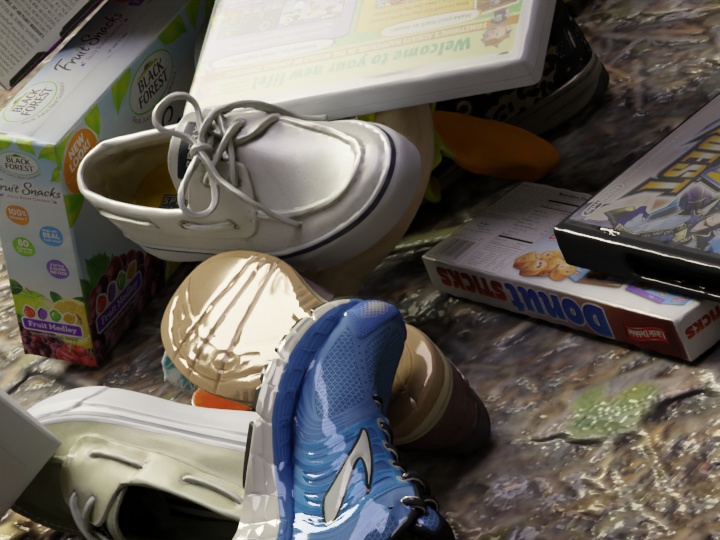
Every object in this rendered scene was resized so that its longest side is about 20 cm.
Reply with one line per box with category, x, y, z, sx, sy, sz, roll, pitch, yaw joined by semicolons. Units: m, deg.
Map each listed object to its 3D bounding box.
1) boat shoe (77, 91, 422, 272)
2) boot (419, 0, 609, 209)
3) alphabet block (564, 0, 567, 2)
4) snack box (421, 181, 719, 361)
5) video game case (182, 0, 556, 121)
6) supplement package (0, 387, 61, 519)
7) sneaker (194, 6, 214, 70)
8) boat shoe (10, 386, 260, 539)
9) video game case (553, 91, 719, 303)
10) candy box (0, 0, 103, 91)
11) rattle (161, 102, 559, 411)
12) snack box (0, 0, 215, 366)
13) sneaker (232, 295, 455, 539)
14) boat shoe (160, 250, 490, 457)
boat shoe;-0.065;-0.050;1.234;0.202;0.086;0.075;1;67;47
boot;0.016;-0.117;1.371;0.203;0.154;0.073;-28;23;-6
alphabet block;0.071;-0.284;1.600;0.200;0.196;0.196;-1;36;47
snack box;0.112;-0.003;1.202;0.072;0.024;0.200;-35;25;-22
video game case;0.014;-0.155;1.280;0.200;0.022;0.182;-8;55;33
supplement package;-0.271;0.094;1.161;0.200;0.152;0.151;-51;28;-6
sneaker;-0.035;-0.139;1.433;0.070;0.080;0.200;-10;37;23
boat shoe;-0.097;0.096;1.153;0.200;0.072;0.062;-3;30;37
video game case;0.213;-0.051;1.141;0.200;0.026;0.181;-38;30;-25
candy box;-0.131;-0.199;1.414;0.200;0.061;0.136;-42;9;17
rattle;0.000;0.000;1.306;0.130;0.143;0.200;8;77;34
snack box;-0.129;-0.063;1.417;0.053;0.143;0.200;8;37;22
sneaker;0.000;0.098;1.032;0.089;0.079;0.200;1;54;15
boat shoe;-0.018;0.044;1.178;0.200;0.065;0.072;17;72;50
